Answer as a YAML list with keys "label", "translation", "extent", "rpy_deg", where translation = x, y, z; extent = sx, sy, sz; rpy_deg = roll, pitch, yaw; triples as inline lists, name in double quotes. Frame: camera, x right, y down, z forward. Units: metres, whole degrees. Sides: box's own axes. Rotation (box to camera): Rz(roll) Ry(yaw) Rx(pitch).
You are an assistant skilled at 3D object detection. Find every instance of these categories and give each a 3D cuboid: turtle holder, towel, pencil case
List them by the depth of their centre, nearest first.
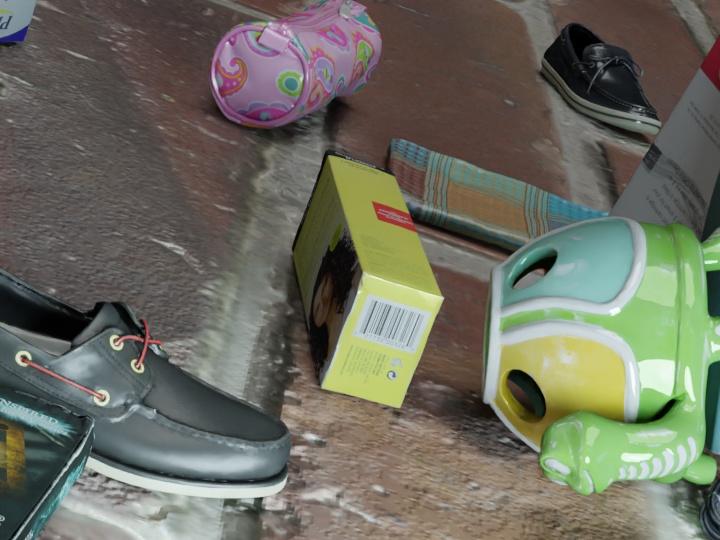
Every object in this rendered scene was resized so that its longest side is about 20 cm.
- label: "turtle holder"
  translation: [0.132, 0.057, 1.049]
  extent: [0.131, 0.141, 0.186]
  rpy_deg: [6, 59, 1]
- label: "towel"
  translation: [0.113, -0.043, 1.434]
  extent: [0.199, 0.022, 0.147]
  rpy_deg: [19, 19, -5]
- label: "pencil case"
  translation: [-0.047, -0.164, 1.502]
  extent: [0.087, 0.088, 0.200]
  rpy_deg: [25, 20, 12]

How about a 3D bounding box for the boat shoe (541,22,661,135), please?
- label: "boat shoe"
  translation: [0.236, -0.187, 1.888]
  extent: [0.074, 0.062, 0.200]
  rpy_deg: [13, 22, -25]

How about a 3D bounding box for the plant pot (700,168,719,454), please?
- label: "plant pot"
  translation: [0.272, -0.002, 1.129]
  extent: [0.141, 0.201, 0.141]
  rpy_deg: [3, 9, 1]

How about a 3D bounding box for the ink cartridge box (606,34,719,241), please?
- label: "ink cartridge box"
  translation: [0.257, -0.045, 1.286]
  extent: [0.083, 0.200, 0.145]
  rpy_deg: [13, 30, -30]

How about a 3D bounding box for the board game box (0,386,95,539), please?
- label: "board game box"
  translation: [-0.220, 0.062, 0.795]
  extent: [0.199, 0.028, 0.135]
  rpy_deg: [21, 19, 2]

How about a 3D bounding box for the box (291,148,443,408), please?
- label: "box"
  translation: [0.000, 0.000, 1.121]
  extent: [0.050, 0.075, 0.200]
  rpy_deg: [16, 19, -13]

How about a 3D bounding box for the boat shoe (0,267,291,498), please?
- label: "boat shoe"
  translation: [-0.122, 0.048, 0.888]
  extent: [0.201, 0.063, 0.074]
  rpy_deg: [22, 17, -1]

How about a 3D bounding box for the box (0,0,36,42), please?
- label: "box"
  translation: [-0.353, -0.243, 1.371]
  extent: [0.200, 0.105, 0.184]
  rpy_deg: [30, 22, 23]

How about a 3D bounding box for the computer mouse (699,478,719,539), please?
- label: "computer mouse"
  translation: [0.253, 0.132, 1.099]
  extent: [0.200, 0.034, 0.059]
  rpy_deg: [-6, 48, -43]
